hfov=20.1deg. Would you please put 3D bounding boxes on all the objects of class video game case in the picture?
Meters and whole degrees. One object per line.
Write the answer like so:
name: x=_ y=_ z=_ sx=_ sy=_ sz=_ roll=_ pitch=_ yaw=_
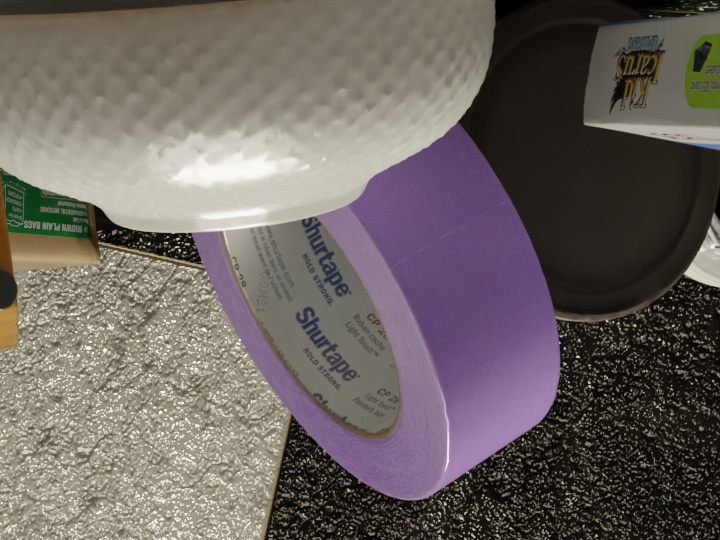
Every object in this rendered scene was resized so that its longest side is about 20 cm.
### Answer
video game case: x=0.206 y=-0.056 z=0.759 sx=0.199 sy=0.046 sz=0.181 roll=9 pitch=-177 yaw=-13

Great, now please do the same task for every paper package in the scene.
paper package: x=-0.313 y=-0.052 z=1.440 sx=0.190 sy=0.104 sz=0.199 roll=-2 pitch=177 yaw=43

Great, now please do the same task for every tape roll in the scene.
tape roll: x=0.000 y=0.000 z=0.905 sx=0.065 sy=0.201 sz=0.200 roll=-30 pitch=-170 yaw=-23

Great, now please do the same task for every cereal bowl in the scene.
cereal bowl: x=-0.048 y=-0.065 z=0.728 sx=0.199 sy=0.084 sz=0.200 roll=-5 pitch=-166 yaw=1

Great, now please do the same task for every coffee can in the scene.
coffee can: x=0.059 y=-0.047 z=0.997 sx=0.146 sy=0.147 sz=0.200 roll=0 pitch=178 yaw=-26

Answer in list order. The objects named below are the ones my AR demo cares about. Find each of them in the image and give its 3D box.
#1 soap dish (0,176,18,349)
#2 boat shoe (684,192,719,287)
soap dish: x=-0.227 y=-0.037 z=0.777 sx=0.199 sy=0.158 sz=0.081 roll=-7 pitch=180 yaw=-31
boat shoe: x=0.189 y=-0.057 z=1.130 sx=0.064 sy=0.075 sz=0.202 roll=-11 pitch=141 yaw=31
